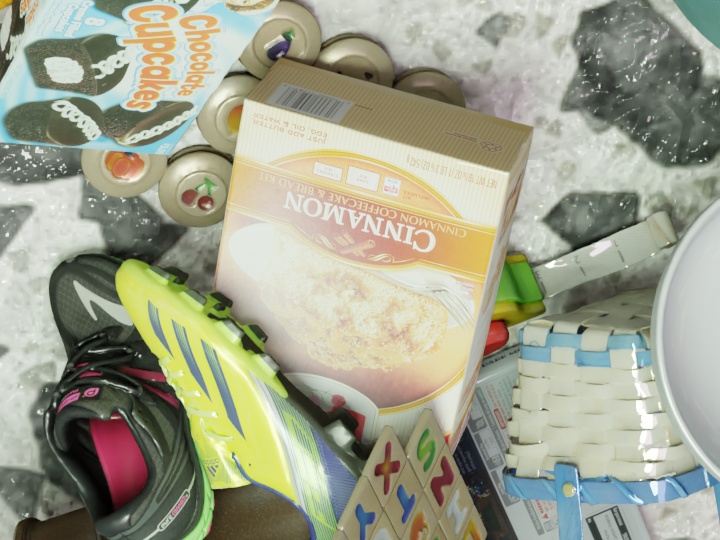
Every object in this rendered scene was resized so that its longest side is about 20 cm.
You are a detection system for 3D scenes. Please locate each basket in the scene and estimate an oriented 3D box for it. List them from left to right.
[{"bbox_3d":[0.172,0.115,1.411,0.176,0.139,0.200,-14,97,-50],"label":"basket"}]

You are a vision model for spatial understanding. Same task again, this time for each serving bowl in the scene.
[{"bbox_3d":[0.252,0.040,1.329,0.200,0.066,0.201,1,86,-11],"label":"serving bowl"}]

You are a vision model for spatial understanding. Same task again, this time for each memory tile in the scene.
[{"bbox_3d":[-0.049,-0.080,1.370,0.200,0.017,0.153,22,112,-21],"label":"memory tile"}]

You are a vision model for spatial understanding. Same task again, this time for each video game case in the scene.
[{"bbox_3d":[0.081,0.152,1.519,0.182,0.023,0.200,-24,121,2],"label":"video game case"}]

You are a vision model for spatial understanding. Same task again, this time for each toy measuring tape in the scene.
[{"bbox_3d":[0.095,0.005,1.411,0.200,0.074,0.074,-21,120,1],"label":"toy measuring tape"}]

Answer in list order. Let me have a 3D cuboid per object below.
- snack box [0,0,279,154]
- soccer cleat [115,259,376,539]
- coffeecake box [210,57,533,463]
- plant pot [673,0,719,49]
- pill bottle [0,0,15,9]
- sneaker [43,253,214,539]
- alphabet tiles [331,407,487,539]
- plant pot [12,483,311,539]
[{"bbox_3d":[-0.123,-0.123,1.229,0.116,0.037,0.200,3,155,-23],"label":"snack box"},{"bbox_3d":[-0.071,0.077,1.309,0.200,0.065,0.084,44,98,-2],"label":"soccer cleat"},{"bbox_3d":[0.000,0.000,1.340,0.153,0.073,0.200,16,118,9],"label":"coffeecake box"},{"bbox_3d":[0.241,-0.200,1.266,0.200,0.201,0.161,-23,133,2],"label":"plant pot"},{"bbox_3d":[-0.188,-0.198,1.223,0.200,0.111,0.111,-28,120,5],"label":"pill bottle"},{"bbox_3d":[-0.138,0.070,1.336,0.077,0.200,0.084,-32,149,19],"label":"sneaker"},{"bbox_3d":[0.023,0.180,1.306,0.006,0.167,0.200,10,147,26],"label":"alphabet tiles"},{"bbox_3d":[-0.075,0.202,1.412,0.198,0.200,0.200,-24,120,2],"label":"plant pot"}]
